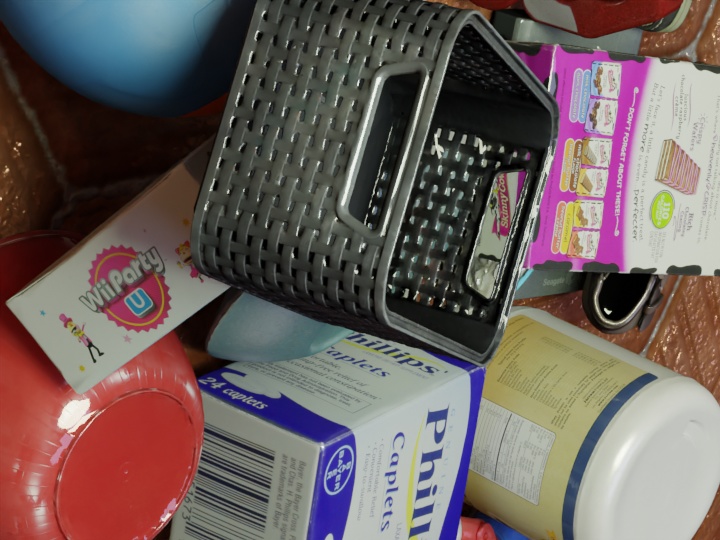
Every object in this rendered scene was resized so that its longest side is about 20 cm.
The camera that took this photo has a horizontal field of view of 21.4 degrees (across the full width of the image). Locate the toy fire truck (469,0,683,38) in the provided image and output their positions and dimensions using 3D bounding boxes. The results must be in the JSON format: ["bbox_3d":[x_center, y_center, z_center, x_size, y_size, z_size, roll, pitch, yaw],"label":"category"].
[{"bbox_3d":[0.143,-0.231,1.157,0.112,0.167,0.201,-32,130,-32],"label":"toy fire truck"}]

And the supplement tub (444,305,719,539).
[{"bbox_3d":[0.131,0.109,1.292,0.144,0.199,0.145,-23,125,-38],"label":"supplement tub"}]

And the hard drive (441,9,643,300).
[{"bbox_3d":[0.125,-0.078,1.321,0.139,0.033,0.201,-7,114,-46],"label":"hard drive"}]

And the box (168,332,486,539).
[{"bbox_3d":[-0.022,0.145,1.190,0.200,0.104,0.185,-22,126,-56],"label":"box"}]

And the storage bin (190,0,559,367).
[{"bbox_3d":[0.013,-0.041,0.866,0.200,0.093,0.136,28,78,-71],"label":"storage bin"}]

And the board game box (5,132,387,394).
[{"bbox_3d":[-0.072,-0.035,0.988,0.064,0.147,0.200,52,36,-5],"label":"board game box"}]

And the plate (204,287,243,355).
[{"bbox_3d":[-0.019,-0.020,1.134,0.200,0.026,0.200,-39,170,-8],"label":"plate"}]

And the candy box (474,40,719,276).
[{"bbox_3d":[0.167,-0.068,1.203,0.199,0.061,0.137,3,98,-37],"label":"candy box"}]

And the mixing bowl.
[{"bbox_3d":[-0.159,0.091,1.040,0.199,0.108,0.201,-23,125,-37],"label":"mixing bowl"}]

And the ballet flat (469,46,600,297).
[{"bbox_3d":[0.117,-0.068,1.255,0.200,0.072,0.072,-52,139,-18],"label":"ballet flat"}]

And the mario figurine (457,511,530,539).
[{"bbox_3d":[0.080,0.205,1.404,0.124,0.106,0.200,48,56,-10],"label":"mario figurine"}]

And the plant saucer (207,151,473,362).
[{"bbox_3d":[0.000,0.000,1.109,0.201,0.039,0.201,-37,170,-8],"label":"plant saucer"}]

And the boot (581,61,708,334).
[{"bbox_3d":[0.213,-0.049,1.355,0.146,0.070,0.201,-40,148,-77],"label":"boot"}]

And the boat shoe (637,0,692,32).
[{"bbox_3d":[0.185,-0.256,1.273,0.066,0.072,0.202,-17,116,-35],"label":"boat shoe"}]

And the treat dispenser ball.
[{"bbox_3d":[-0.089,-0.174,0.908,0.200,0.200,0.202,-24,125,-38],"label":"treat dispenser ball"}]
